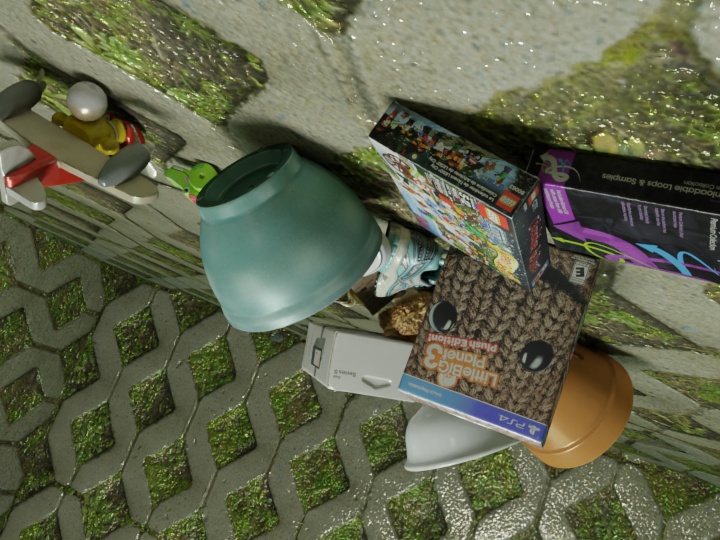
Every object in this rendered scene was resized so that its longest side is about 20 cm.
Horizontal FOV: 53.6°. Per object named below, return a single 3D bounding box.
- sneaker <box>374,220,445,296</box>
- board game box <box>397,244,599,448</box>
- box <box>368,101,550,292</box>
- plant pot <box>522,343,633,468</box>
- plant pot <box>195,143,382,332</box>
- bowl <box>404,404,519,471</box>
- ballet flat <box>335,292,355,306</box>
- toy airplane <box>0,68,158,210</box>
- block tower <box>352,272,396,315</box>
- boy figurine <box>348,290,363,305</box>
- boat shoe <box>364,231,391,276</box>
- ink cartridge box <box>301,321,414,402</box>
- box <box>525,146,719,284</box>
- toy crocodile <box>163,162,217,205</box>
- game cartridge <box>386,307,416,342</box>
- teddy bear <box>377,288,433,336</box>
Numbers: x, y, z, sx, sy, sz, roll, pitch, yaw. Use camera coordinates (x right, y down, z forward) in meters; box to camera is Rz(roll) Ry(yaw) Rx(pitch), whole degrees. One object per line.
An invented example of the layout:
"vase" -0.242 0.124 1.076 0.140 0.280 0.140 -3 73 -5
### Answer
"sneaker" 0.067 0.001 0.948 0.086 0.078 0.200 17 169 5
"board game box" 0.154 0.071 0.786 0.159 0.201 0.097 17 168 19
"box" 0.094 -0.056 0.624 0.136 0.038 0.200 34 175 24
"plant pot" 0.300 0.187 1.120 0.140 0.201 0.200 37 164 -22
"plant pot" -0.093 -0.051 0.770 0.200 0.200 0.135 9 137 48
"bowl" 0.146 0.211 1.021 0.200 0.091 0.201 -17 173 -2
"ballet flat" -0.050 0.019 1.280 0.069 0.070 0.200 16 167 26
"toy airplane" -0.337 -0.150 0.819 0.199 0.142 0.199 12 -153 -29
"block tower" 0.000 0.000 1.034 0.054 0.058 0.200 50 179 29
"boy figurine" -0.034 -0.004 1.146 0.124 0.065 0.200 8 160 35
"boat shoe" -0.053 -0.009 0.883 0.199 0.065 0.074 -10 112 40
"ink cartridge box" 0.002 0.135 1.085 0.145 0.085 0.200 11 177 -15
"box" 0.239 -0.035 0.552 0.199 0.036 0.143 14 167 30
"toy crocodile" -0.179 -0.096 0.980 0.199 0.062 0.068 20 169 8
"game cartridge" 0.156 0.131 1.205 0.199 0.033 0.176 7 -150 -42
"teddy bear" 0.101 0.059 1.089 0.145 0.067 0.199 -11 175 44
